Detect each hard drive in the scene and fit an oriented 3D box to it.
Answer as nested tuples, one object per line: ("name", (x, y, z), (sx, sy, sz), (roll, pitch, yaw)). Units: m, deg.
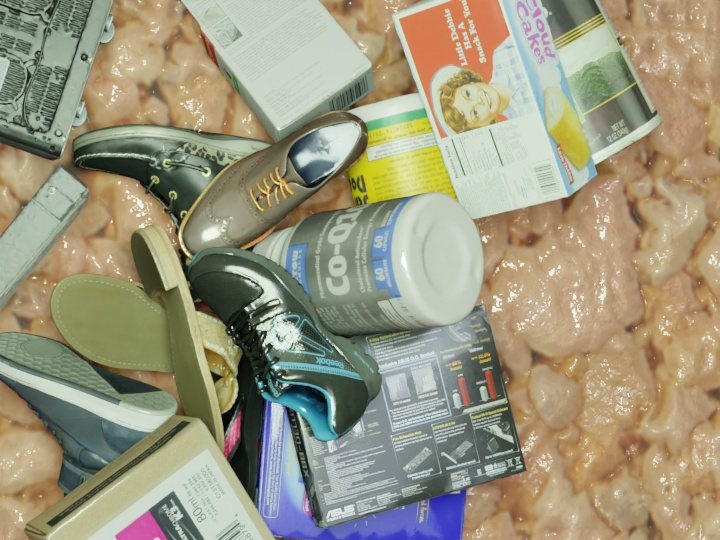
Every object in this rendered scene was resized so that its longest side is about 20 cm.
("hard drive", (-0.314, -0.001, 1.285), (0.038, 0.140, 0.201), (40, 81, -8))

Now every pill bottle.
("pill bottle", (0.051, -0.060, 1.372), (0.111, 0.113, 0.202), (-13, 92, -11))
("pill bottle", (0.000, 0.000, 1.279), (0.113, 0.199, 0.115), (10, 76, -46))

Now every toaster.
("toaster", (-0.327, -0.208, 1.296), (0.198, 0.119, 0.183), (18, 85, -11))

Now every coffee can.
("coffee can", (0.178, -0.197, 1.382), (0.145, 0.146, 0.201), (-30, 95, -10))

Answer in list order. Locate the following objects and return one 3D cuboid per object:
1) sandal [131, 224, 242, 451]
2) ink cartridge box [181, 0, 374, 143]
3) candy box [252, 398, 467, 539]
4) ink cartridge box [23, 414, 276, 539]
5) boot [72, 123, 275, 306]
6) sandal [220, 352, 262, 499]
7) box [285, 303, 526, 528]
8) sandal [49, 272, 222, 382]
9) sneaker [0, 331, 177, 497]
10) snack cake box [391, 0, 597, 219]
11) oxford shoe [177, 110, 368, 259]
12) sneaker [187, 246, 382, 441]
("sandal", (-0.134, 0.055, 1.289), (0.069, 0.077, 0.214), (-21, 96, -27))
("ink cartridge box", (-0.087, -0.222, 1.369), (0.108, 0.050, 0.201), (-35, 71, -9))
("candy box", (0.001, 0.171, 1.377), (0.197, 0.077, 0.171), (6, 86, -10))
("ink cartridge box", (-0.158, 0.251, 1.231), (0.164, 0.075, 0.201), (-37, 104, -24))
("boot", (-0.167, -0.049, 1.340), (0.201, 0.073, 0.156), (5, 80, -15))
("sandal", (-0.126, 0.142, 1.339), (0.045, 0.075, 0.203), (0, 102, -43))
("box", (0.036, 0.131, 1.321), (0.198, 0.050, 0.160), (-14, 87, -12))
("sandal", (-0.204, 0.051, 1.348), (0.210, 0.069, 0.078), (21, 94, -33))
("sneaker", (-0.272, 0.151, 1.322), (0.201, 0.077, 0.148), (23, 113, 17))
("snack cake box", (0.121, -0.157, 1.302), (0.067, 0.114, 0.202), (-33, 107, -49))
("oxford shoe", (-0.080, -0.078, 1.286), (0.199, 0.073, 0.072), (-38, 94, -1))
("sneaker", (-0.070, 0.059, 1.231), (0.199, 0.073, 0.082), (39, 46, -5))
